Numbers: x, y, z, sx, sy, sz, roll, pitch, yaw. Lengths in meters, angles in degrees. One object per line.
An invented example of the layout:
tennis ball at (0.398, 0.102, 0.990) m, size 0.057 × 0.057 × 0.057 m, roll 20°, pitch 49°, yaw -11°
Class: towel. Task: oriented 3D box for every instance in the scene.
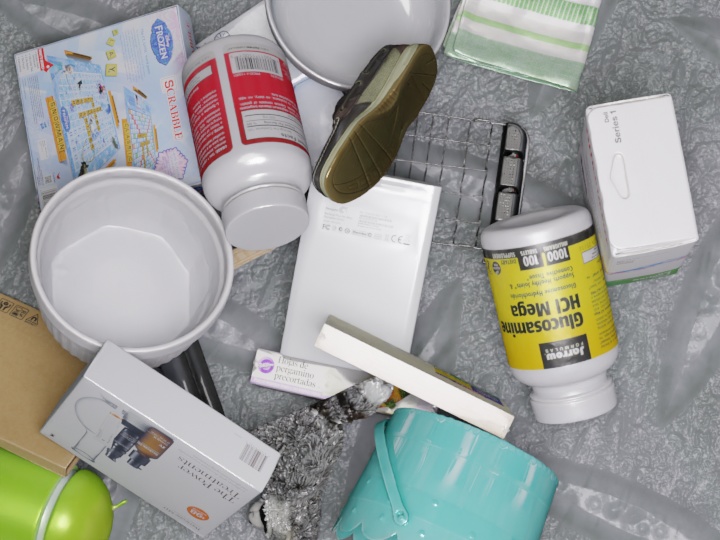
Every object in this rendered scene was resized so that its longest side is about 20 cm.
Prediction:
towel at (0.186, -0.306, 1.511) m, size 0.152 × 0.023 × 0.201 m, roll 16°, pitch 83°, yaw 8°

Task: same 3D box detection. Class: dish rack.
dish rack at (0.072, -0.094, 1.463) m, size 0.199 × 0.055 × 0.154 m, roll 8°, pitch 84°, yaw 3°

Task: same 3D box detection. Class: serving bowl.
serving bowl at (-0.008, -0.278, 1.495) m, size 0.199 × 0.066 × 0.201 m, roll 3°, pitch 78°, yaw -12°

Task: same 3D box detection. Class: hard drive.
hard drive at (0.000, 0.000, 1.428) m, size 0.131 × 0.026 × 0.201 m, roll 11°, pitch 100°, yaw 3°

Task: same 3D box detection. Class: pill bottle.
pill bottle at (0.193, 0.044, 1.392) m, size 0.112 × 0.112 × 0.201 m, roll -13°, pitch 98°, yaw 4°
pill bottle at (-0.111, -0.127, 1.408) m, size 0.112 × 0.112 × 0.201 m, roll -15°, pitch 63°, yaw 4°

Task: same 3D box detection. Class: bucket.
bucket at (0.085, 0.229, 1.349) m, size 0.207 × 0.207 × 0.135 m, roll 22°, pitch 74°, yaw 9°

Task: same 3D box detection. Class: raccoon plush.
raccoon plush at (-0.038, 0.202, 1.391) m, size 0.200 × 0.097 × 0.134 m, roll -29°, pitch 80°, yaw 37°

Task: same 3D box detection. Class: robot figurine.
robot figurine at (-0.343, 0.244, 1.434) m, size 0.199 × 0.116 × 0.176 m, roll 15°, pitch 72°, yaw 8°

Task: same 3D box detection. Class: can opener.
can opener at (-0.206, 0.085, 1.487) m, size 0.067 × 0.053 × 0.201 m, roll -28°, pitch 77°, yaw 34°

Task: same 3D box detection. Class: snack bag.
snack bag at (-0.116, -0.173, 1.524) m, size 0.188 × 0.021 × 0.200 m, roll -32°, pitch 79°, yaw 0°

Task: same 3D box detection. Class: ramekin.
ramekin at (-0.233, 0.007, 1.407) m, size 0.199 × 0.105 × 0.201 m, roll 6°, pitch 66°, yaw -13°

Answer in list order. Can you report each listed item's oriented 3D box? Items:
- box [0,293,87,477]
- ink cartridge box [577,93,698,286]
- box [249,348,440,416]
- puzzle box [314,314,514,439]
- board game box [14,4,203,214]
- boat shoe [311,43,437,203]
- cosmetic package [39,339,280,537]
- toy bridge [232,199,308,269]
box at (-0.351, 0.112, 1.460) m, size 0.199 × 0.021 × 0.164 m, roll 23°, pitch 49°, yaw 9°
ink cartridge box at (0.268, -0.074, 1.374) m, size 0.084 × 0.200 × 0.145 m, roll -10°, pitch 80°, yaw 5°
box at (-0.013, 0.121, 1.455) m, size 0.199 × 0.041 × 0.039 m, roll 12°, pitch 81°, yaw 9°
puzzle box at (0.051, 0.101, 1.358) m, size 0.199 × 0.133 × 0.025 m, roll 26°, pitch 92°, yaw 1°
board game box at (-0.263, -0.162, 1.516) m, size 0.199 × 0.041 × 0.201 m, roll -13°, pitch 80°, yaw 13°
boat shoe at (0.006, -0.150, 1.403) m, size 0.066 × 0.072 × 0.201 m, roll 14°, pitch 60°, yaw 37°
cosmetic package at (-0.197, 0.167, 1.359) m, size 0.200 × 0.151 × 0.052 m, roll 35°, pitch 54°, yaw -9°
toy bridge at (-0.082, -0.051, 1.476) m, size 0.200 × 0.067 × 0.027 m, roll -36°, pitch 109°, yaw -1°
